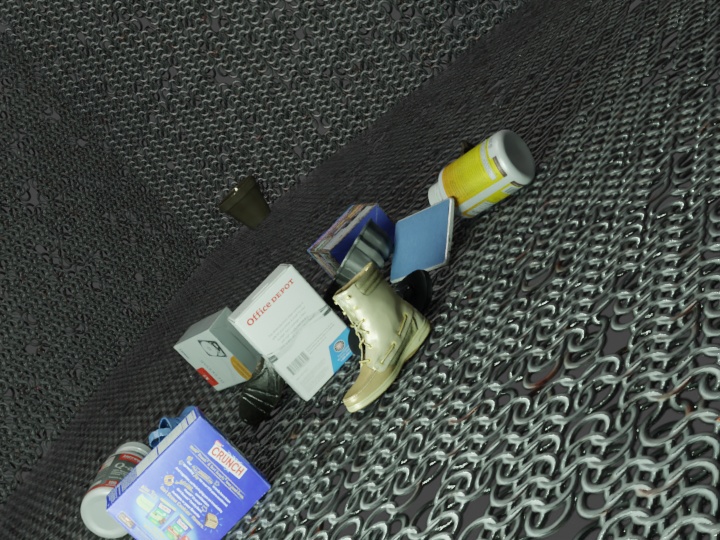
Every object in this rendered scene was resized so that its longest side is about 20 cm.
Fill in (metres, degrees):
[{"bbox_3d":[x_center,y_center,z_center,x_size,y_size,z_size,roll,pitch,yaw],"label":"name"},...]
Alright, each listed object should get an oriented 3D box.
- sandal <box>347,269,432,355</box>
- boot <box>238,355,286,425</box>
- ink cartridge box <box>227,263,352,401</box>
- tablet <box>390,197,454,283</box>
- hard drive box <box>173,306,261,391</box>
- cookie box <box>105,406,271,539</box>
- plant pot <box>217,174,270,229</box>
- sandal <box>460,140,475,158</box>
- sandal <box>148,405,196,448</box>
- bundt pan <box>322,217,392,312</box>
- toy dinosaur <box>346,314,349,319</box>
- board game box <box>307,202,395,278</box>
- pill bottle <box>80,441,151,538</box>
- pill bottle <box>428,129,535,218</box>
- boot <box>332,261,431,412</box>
[{"bbox_3d":[0.048,0.077,1.594,0.200,0.043,0.077,-45,52,23],"label":"sandal"},{"bbox_3d":[-0.164,0.196,1.831,0.151,0.072,0.202,-26,-43,-79],"label":"boot"},{"bbox_3d":[-0.119,0.109,1.701,0.146,0.200,0.086,-45,14,-11],"label":"ink cartridge box"},{"bbox_3d":[0.117,-0.054,1.795,0.199,0.014,0.132,-22,58,59],"label":"tablet"},{"bbox_3d":[-0.314,0.183,2.146,0.199,0.156,0.077,-26,22,54],"label":"hard drive box"},{"bbox_3d":[-0.269,0.348,1.478,0.200,0.172,0.075,-44,17,-8],"label":"cookie box"},{"bbox_3d":[-0.479,-0.277,3.998,0.199,0.174,0.200,-40,13,11],"label":"plant pot"},{"bbox_3d":[0.232,-0.225,1.982,0.055,0.081,0.200,-56,11,18],"label":"sandal"},{"bbox_3d":[-0.400,0.347,2.043,0.079,0.087,0.200,-40,12,19],"label":"sandal"},{"bbox_3d":[0.000,0.000,1.876,0.203,0.075,0.202,-59,0,0],"label":"bundt pan"},{"bbox_3d":[0.030,0.079,1.722,0.100,0.059,0.200,-29,12,-8],"label":"toy dinosaur"},{"bbox_3d":[-0.014,-0.064,2.151,0.159,0.097,0.200,-45,13,-10],"label":"board game box"},{"bbox_3d":[-0.491,0.446,1.937,0.115,0.116,0.200,-39,14,16],"label":"pill bottle"},{"bbox_3d":[0.222,-0.171,1.763,0.199,0.109,0.110,-31,17,39],"label":"pill bottle"},{"bbox_3d":[0.004,0.102,1.459,0.200,0.156,0.073,-49,15,-23],"label":"boot"}]
